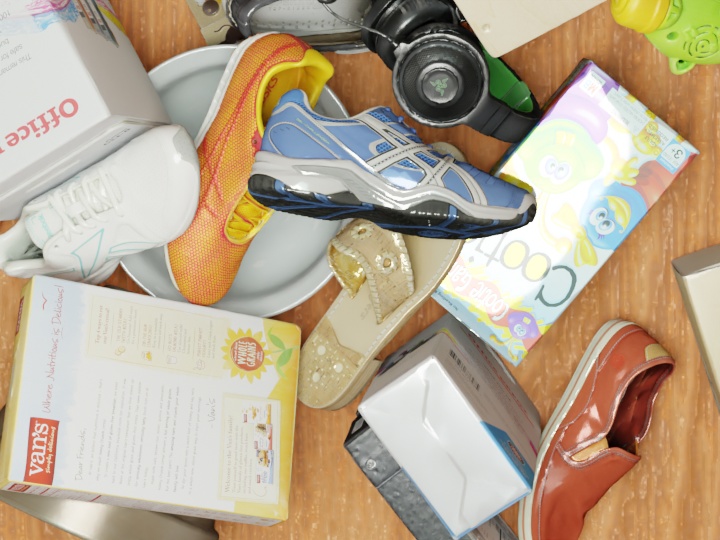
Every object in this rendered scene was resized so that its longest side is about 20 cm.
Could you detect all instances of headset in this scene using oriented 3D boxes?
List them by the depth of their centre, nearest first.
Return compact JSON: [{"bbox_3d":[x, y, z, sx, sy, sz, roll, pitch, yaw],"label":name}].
[{"bbox_3d":[0.051,-0.161,1.194,0.200,0.124,0.094,23,117,-36],"label":"headset"}]

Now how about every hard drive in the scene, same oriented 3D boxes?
[{"bbox_3d":[0.067,0.181,1.302,0.038,0.140,0.200,-37,92,9],"label":"hard drive"}]

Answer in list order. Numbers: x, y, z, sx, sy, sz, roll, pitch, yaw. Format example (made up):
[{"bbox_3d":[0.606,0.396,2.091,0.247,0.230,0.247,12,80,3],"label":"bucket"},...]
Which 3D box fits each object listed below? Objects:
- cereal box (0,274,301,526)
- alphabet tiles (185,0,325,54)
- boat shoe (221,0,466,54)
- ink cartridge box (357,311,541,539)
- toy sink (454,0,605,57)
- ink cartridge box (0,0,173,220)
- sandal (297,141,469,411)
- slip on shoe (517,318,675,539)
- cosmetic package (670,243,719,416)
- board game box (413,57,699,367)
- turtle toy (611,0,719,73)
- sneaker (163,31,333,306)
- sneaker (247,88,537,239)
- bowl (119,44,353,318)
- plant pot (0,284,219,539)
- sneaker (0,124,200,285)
[{"bbox_3d":[-0.142,0.091,1.209,0.200,0.040,0.144,12,70,-22],"label":"cereal box"},{"bbox_3d":[-0.035,-0.233,1.271,0.200,0.006,0.167,-27,128,0],"label":"alphabet tiles"},{"bbox_3d":[0.002,-0.191,1.268,0.199,0.060,0.074,-1,123,-17],"label":"boat shoe"},{"bbox_3d":[0.069,0.102,1.263,0.068,0.200,0.115,-35,93,12],"label":"ink cartridge box"},{"bbox_3d":[0.094,-0.262,1.207,0.112,0.200,0.130,-26,124,18],"label":"toy sink"},{"bbox_3d":[-0.249,-0.150,1.205,0.145,0.145,0.200,-29,85,11],"label":"ink cartridge box"},{"bbox_3d":[0.004,0.003,1.226,0.078,0.070,0.212,36,102,34],"label":"sandal"},{"bbox_3d":[0.175,0.136,1.314,0.061,0.074,0.200,28,96,40],"label":"slip on shoe"},{"bbox_3d":[0.293,0.080,1.288,0.071,0.105,0.201,-18,94,7],"label":"cosmetic package"},{"bbox_3d":[0.138,-0.045,1.283,0.103,0.105,0.200,39,98,-1],"label":"board game box"},{"bbox_3d":[0.248,-0.237,1.243,0.145,0.101,0.201,13,98,-19],"label":"turtle toy"},{"bbox_3d":[-0.081,-0.067,1.215,0.077,0.073,0.200,31,106,46],"label":"sneaker"},{"bbox_3d":[0.028,-0.068,1.172,0.199,0.076,0.077,12,76,-17],"label":"sneaker"},{"bbox_3d":[-0.090,-0.067,1.308,0.200,0.090,0.202,1,97,5],"label":"bowl"},{"bbox_3d":[-0.174,0.111,1.302,0.200,0.200,0.174,23,83,2],"label":"plant pot"},{"bbox_3d":[-0.181,-0.037,1.208,0.200,0.080,0.071,-35,69,43],"label":"sneaker"}]
